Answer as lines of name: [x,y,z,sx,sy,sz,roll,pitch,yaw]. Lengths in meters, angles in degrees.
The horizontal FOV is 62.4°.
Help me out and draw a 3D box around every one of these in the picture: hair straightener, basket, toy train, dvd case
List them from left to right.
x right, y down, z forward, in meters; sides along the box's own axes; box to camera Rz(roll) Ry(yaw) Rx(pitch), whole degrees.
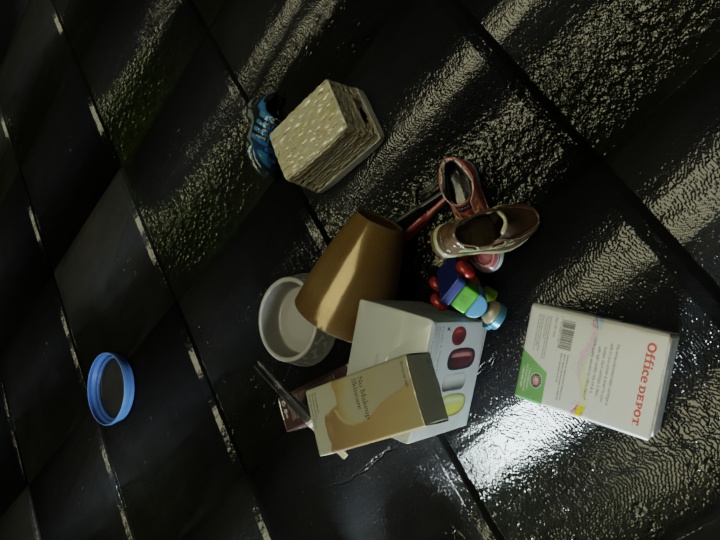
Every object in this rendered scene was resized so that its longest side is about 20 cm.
dvd case: [-0.100,0.244,1.027,0.016,0.201,0.148,-44,55,-11]
basket: [-0.073,-0.272,1.209,0.199,0.123,0.137,-35,67,29]
hair straightener: [0.115,-0.131,1.103,0.200,0.041,0.078,-44,62,26]
toy train: [0.184,0.020,1.011,0.115,0.201,0.085,34,111,-8]

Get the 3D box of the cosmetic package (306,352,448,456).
cosmetic package: [0.020,0.199,0.878,0.198,0.071,0.107,-28,70,32]

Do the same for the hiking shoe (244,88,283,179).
hiking shoe: [-0.212,-0.310,1.350,0.086,0.074,0.204,-17,76,36]

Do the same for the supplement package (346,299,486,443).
supplement package: [0.093,0.159,0.996,0.145,0.199,0.195,14,95,36]

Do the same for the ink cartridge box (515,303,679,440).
ink cartridge box: [0.345,0.141,0.875,0.198,0.083,0.148,13,94,38]

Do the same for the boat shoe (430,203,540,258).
boat shoe: [0.210,-0.063,0.927,0.075,0.200,0.076,-29,81,66]

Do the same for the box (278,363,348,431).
box: [-0.055,0.246,1.165,0.199,0.099,0.076,-33,67,32]

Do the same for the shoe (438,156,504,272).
shoe: [0.183,-0.093,1.001,0.071,0.091,0.204,-18,84,25]

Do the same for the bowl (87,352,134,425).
bowl: [-0.712,0.336,1.698,0.198,0.039,0.205,-4,83,38]

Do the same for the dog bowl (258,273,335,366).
dog bowl: [-0.139,0.104,1.267,0.198,0.058,0.204,-4,84,38]

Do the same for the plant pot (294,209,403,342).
plant pot: [0.000,0.000,1.084,0.185,0.185,0.203,34,108,34]
